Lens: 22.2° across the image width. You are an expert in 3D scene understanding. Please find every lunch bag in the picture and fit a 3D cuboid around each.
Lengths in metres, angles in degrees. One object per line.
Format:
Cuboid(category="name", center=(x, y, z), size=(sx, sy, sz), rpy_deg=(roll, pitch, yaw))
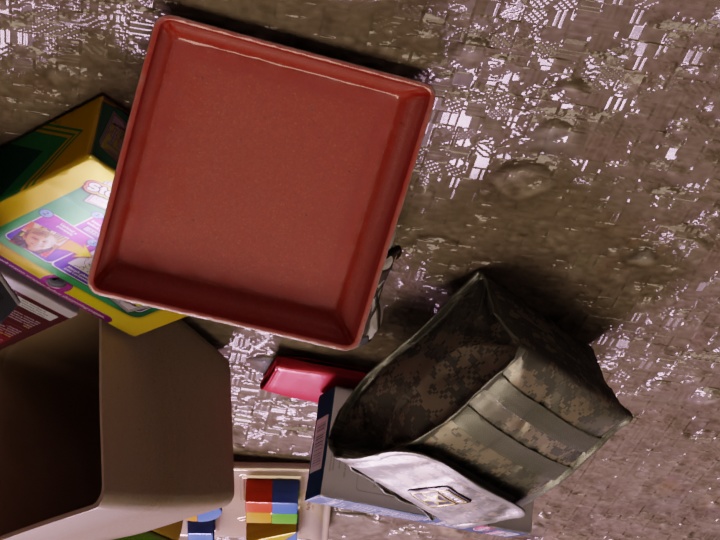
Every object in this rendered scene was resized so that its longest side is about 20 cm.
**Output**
Cuboid(category="lunch bag", center=(0.092, 0.126, 1.513), size=(0.200, 0.118, 0.164), rpy_deg=(-43, 131, 16))

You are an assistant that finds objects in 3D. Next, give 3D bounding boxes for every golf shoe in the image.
Cuboid(category="golf shoe", center=(0.000, 0.000, 1.411), size=(0.094, 0.078, 0.200), rpy_deg=(-42, 167, 3))

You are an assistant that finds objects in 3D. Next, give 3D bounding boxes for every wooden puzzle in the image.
Cuboid(category="wooden puzzle", center=(-0.130, 0.249, 1.895), size=(0.198, 0.047, 0.186), rpy_deg=(5, 150, 0))

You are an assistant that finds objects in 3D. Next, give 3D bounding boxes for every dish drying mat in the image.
Cuboid(category="dish drying mat", center=(0.012, 0.110, 1.662), size=(0.198, 0.018, 0.077), rpy_deg=(11, 152, -12))

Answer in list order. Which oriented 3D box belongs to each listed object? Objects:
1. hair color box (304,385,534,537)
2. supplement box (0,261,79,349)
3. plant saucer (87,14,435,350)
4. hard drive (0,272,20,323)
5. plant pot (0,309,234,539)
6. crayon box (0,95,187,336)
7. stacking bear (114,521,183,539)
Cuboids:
Cuboid(category="hair color box", center=(0.057, 0.173, 1.637), size=(0.198, 0.101, 0.061), rpy_deg=(12, 165, -14))
Cuboid(category="supplement box", center=(-0.330, 0.019, 1.513), size=(0.199, 0.061, 0.109), rpy_deg=(-22, 140, 37))
Cuboid(category="plant saucer", center=(-0.070, -0.061, 1.265), size=(0.198, 0.037, 0.201), rpy_deg=(13, 107, -13))
Cuboid(category="hard drive", center=(-0.339, -0.053, 1.330), size=(0.139, 0.033, 0.201), rpy_deg=(28, 157, 34))
Cuboid(category="plant pot", center=(-0.217, 0.139, 1.587), size=(0.199, 0.202, 0.176), rpy_deg=(-22, 151, 39))
Cuboid(category="crayon box", center=(-0.184, -0.035, 1.400), size=(0.172, 0.059, 0.200), rpy_deg=(-21, 140, 36))
Cuboid(category="stacking bear", center=(-0.212, 0.235, 1.738), size=(0.113, 0.201, 0.121), rpy_deg=(17, 168, 41))
